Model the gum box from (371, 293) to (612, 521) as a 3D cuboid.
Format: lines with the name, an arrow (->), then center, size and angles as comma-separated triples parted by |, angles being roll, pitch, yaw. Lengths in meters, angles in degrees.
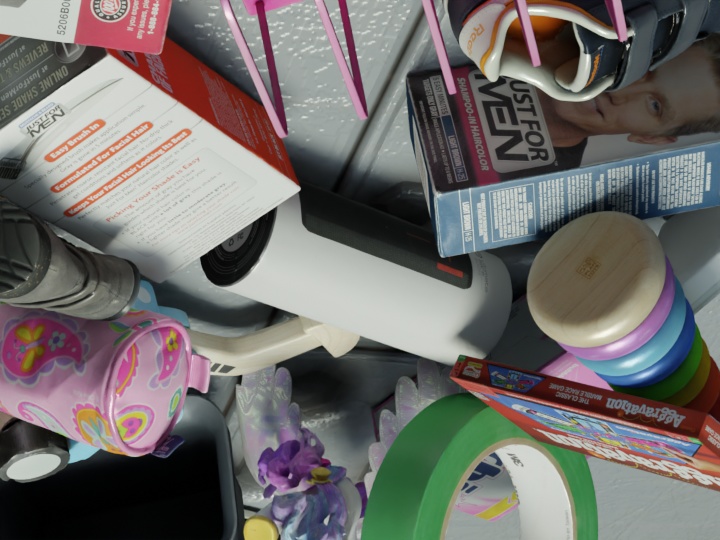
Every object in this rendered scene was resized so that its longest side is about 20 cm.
gum box -> 0.110, 0.098, 1.507 | 0.113, 0.066, 0.200 | 24, 131, -37

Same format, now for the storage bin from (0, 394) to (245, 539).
storage bin -> -0.167, 0.191, 1.496 | 0.199, 0.146, 0.134 | -13, 153, 8

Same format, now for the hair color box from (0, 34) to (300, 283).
hair color box -> -0.133, -0.074, 1.183 | 0.111, 0.064, 0.200 | -32, 150, 15

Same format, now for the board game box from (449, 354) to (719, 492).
board game box -> 0.156, 0.096, 1.290 | 0.199, 0.020, 0.103 | 12, 162, 47

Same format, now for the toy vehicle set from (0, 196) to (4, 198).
toy vehicle set -> -0.278, -0.093, 1.178 | 0.199, 0.027, 0.125 | 2, 141, -18

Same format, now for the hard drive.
hard drive -> 0.248, -0.048, 1.310 | 0.026, 0.132, 0.200 | 39, 127, -7

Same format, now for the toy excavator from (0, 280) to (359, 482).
toy excavator -> -0.126, 0.057, 1.380 | 0.194, 0.100, 0.199 | -37, 150, 32

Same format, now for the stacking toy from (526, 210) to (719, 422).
stacking toy -> 0.177, 0.049, 1.269 | 0.085, 0.086, 0.200 | -26, 139, 18

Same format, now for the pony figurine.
pony figurine -> -0.020, 0.163, 1.421 | 0.165, 0.200, 0.194 | 6, 110, 15

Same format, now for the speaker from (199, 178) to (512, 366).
speaker -> 0.000, 0.000, 1.336 | 0.199, 0.082, 0.081 | 20, 133, -35

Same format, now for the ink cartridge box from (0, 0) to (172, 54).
ink cartridge box -> -0.182, -0.191, 1.010 | 0.198, 0.084, 0.146 | 6, 140, -12

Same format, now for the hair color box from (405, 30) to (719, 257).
hair color box -> 0.133, -0.079, 1.252 | 0.198, 0.100, 0.061 | -11, 140, -3

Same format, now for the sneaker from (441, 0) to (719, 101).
sneaker -> 0.148, -0.140, 1.198 | 0.198, 0.080, 0.079 | -6, 143, -10

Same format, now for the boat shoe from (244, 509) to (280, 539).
boat shoe -> -0.081, 0.231, 1.633 | 0.199, 0.061, 0.074 | 15, 137, -31

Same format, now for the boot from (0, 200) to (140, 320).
boot -> -0.231, -0.015, 1.175 | 0.199, 0.070, 0.132 | 22, 178, 21

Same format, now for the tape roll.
tape roll -> 0.081, 0.182, 1.396 | 0.048, 0.202, 0.200 | 2, 159, 42

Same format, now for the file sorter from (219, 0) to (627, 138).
file sorter -> 0.025, -0.168, 1.084 | 0.199, 0.126, 0.139 | -16, 144, 5

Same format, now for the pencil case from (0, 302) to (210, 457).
pencil case -> -0.187, 0.046, 1.256 | 0.199, 0.088, 0.088 | 15, 158, 33
